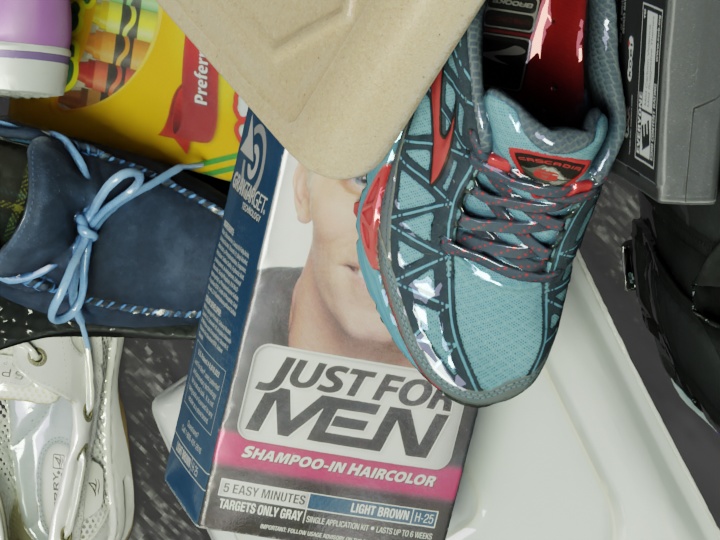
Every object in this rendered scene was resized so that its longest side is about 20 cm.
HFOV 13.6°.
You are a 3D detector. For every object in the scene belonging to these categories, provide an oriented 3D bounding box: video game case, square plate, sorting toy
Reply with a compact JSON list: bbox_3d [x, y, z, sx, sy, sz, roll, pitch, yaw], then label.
[{"bbox_3d":[0.096,-0.137,1.051,0.025,0.181,0.201,1,101,-11],"label":"video game case"},{"bbox_3d":[0.024,0.086,1.187,0.200,0.028,0.199,-33,67,20],"label":"square plate"},{"bbox_3d":[-0.018,-0.161,1.022,0.200,0.036,0.186,46,119,25],"label":"sorting toy"}]

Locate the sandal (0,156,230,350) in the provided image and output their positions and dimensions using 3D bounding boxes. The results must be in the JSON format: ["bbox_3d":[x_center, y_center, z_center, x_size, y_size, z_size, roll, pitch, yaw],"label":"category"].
[{"bbox_3d":[-0.120,-0.003,1.223,0.199,0.048,0.076,-8,90,-12],"label":"sandal"}]

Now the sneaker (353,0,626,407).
[{"bbox_3d":[0.047,-0.042,1.032,0.079,0.096,0.201,0,107,-13],"label":"sneaker"}]

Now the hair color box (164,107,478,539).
[{"bbox_3d":[0.000,0.000,1.115,0.099,0.061,0.201,9,101,-18],"label":"hair color box"}]

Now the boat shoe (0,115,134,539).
[{"bbox_3d":[-0.140,0.038,1.262,0.070,0.069,0.201,-4,105,24],"label":"boat shoe"}]

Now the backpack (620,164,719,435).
[{"bbox_3d":[0.171,-0.015,1.064,0.150,0.200,0.179,-4,106,0],"label":"backpack"}]

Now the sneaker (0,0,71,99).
[{"bbox_3d":[-0.177,-0.125,1.207,0.200,0.072,0.115,2,91,48],"label":"sneaker"}]

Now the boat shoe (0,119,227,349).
[{"bbox_3d":[-0.132,-0.017,1.159,0.199,0.069,0.085,10,90,-11],"label":"boat shoe"}]

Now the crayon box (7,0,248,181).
[{"bbox_3d":[-0.064,-0.107,1.198,0.199,0.051,0.128,15,112,15],"label":"crayon box"}]
